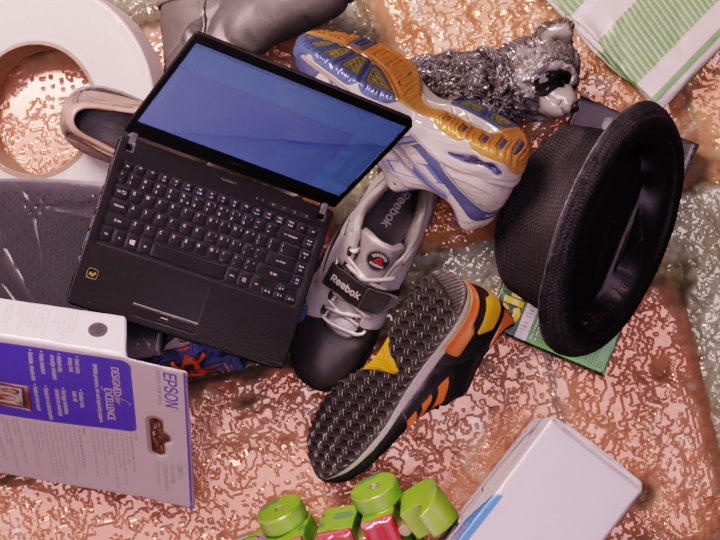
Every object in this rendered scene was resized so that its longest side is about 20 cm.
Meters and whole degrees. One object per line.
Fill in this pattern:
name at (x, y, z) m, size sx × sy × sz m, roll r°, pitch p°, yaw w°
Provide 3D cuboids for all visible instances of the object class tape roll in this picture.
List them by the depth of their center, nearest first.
tape roll at (-0.248, -0.123, 1.293) m, size 0.202 × 0.037 × 0.203 m, roll 0°, pitch 89°, yaw 14°

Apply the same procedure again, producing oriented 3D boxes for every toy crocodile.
toy crocodile at (-0.018, 0.206, 1.263) m, size 0.200 × 0.062 × 0.068 m, roll -17°, pitch 108°, yaw 18°

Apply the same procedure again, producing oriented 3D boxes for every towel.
towel at (0.218, -0.247, 1.332) m, size 0.200 × 0.023 × 0.153 m, roll 44°, pitch 87°, yaw 4°

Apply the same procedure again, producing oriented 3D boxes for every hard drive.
hard drive at (-0.235, -0.001, 1.246) m, size 0.200 × 0.042 × 0.135 m, roll 2°, pitch 88°, yaw 15°

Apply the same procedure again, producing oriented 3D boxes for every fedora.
fedora at (0.162, -0.039, 1.248) m, size 0.092 × 0.201 × 0.201 m, roll 21°, pitch 86°, yaw 33°

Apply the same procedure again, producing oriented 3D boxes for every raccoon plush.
raccoon plush at (0.079, -0.170, 1.296) m, size 0.200 × 0.097 × 0.134 m, roll 38°, pitch 79°, yaw 2°

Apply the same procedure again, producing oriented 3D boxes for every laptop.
laptop at (-0.085, -0.042, 1.167) m, size 0.177 × 0.103 × 0.200 m, roll 20°, pitch 87°, yaw -24°

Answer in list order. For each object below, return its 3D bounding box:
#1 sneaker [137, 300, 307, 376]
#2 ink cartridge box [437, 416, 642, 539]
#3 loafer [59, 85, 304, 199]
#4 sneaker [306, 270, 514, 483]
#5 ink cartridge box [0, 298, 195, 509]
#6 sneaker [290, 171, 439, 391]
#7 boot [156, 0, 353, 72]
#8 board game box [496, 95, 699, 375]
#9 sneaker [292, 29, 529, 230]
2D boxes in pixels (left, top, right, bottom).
sneaker at (-0.127, 0.053, 1.279) m, size 0.200 × 0.075 × 0.078 m, roll -38°, pitch 72°, yaw 1°
ink cartridge box at (0.122, 0.188, 1.216) m, size 0.086 × 0.200 × 0.147 m, roll 38°, pitch 87°, yaw 4°
loafer at (-0.126, -0.087, 1.226) m, size 0.200 × 0.063 × 0.072 m, roll 14°, pitch 97°, yaw -9°
sneaker at (0.044, 0.095, 1.287) m, size 0.090 × 0.070 × 0.200 m, roll 23°, pitch 111°, yaw -40°
ink cartridge box at (-0.218, 0.098, 1.226) m, size 0.200 × 0.198 × 0.043 m, roll 11°, pitch 53°, yaw 3°
sneaker at (0.000, 0.000, 1.285) m, size 0.074 × 0.089 × 0.200 m, roll 24°, pitch 88°, yaw 0°
boot at (-0.089, -0.128, 1.288) m, size 0.182 × 0.073 × 0.200 m, roll -3°, pitch 79°, yaw 26°
board game box at (0.184, -0.028, 1.317) m, size 0.105 × 0.023 × 0.200 m, roll 24°, pitch 87°, yaw 0°
sneaker at (0.024, -0.102, 1.220) m, size 0.200 × 0.075 × 0.088 m, roll 35°, pitch 127°, yaw 18°
